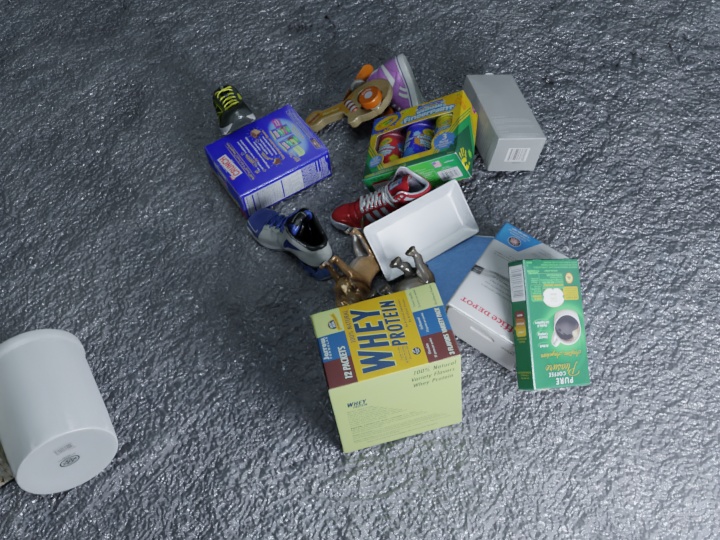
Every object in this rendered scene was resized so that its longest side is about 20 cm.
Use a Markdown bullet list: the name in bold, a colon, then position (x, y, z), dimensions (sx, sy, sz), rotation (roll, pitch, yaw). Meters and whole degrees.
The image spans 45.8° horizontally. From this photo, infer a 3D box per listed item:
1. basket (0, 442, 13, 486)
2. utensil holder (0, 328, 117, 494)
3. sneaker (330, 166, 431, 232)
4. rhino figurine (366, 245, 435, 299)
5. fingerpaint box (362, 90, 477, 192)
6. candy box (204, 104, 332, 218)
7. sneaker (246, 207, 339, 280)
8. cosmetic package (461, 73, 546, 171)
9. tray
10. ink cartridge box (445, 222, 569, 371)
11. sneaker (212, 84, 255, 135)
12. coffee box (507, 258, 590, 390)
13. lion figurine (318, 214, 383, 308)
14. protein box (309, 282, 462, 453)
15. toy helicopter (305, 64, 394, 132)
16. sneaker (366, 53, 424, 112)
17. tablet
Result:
- **basket**: position (-0.665, 0.254, 1.319), dimensions (0.160, 0.199, 0.200), rotation (-28, 54, -16)
- **utensil holder**: position (-0.489, 0.223, 1.342), dimensions (0.169, 0.171, 0.200), rotation (-28, 57, -13)
- **sneaker**: position (0.038, -0.130, 1.569), dimensions (0.198, 0.113, 0.072), rotation (-4, 52, 4)
- **rhino figurine**: position (0.057, 0.061, 1.437), dimensions (0.201, 0.087, 0.060), rotation (-53, 19, -20)
- **fingerpaint box**: position (0.113, -0.235, 1.619), dimensions (0.199, 0.073, 0.168), rotation (-13, 48, 30)
- **candy box**: position (-0.183, -0.217, 1.688), dimensions (0.199, 0.077, 0.169), rotation (-28, 55, -15)
- **sneaker**: position (-0.121, -0.077, 1.549), dimensions (0.199, 0.116, 0.081), rotation (32, 62, 27)
- **cosmetic package**: position (0.272, -0.292, 1.667), dimensions (0.106, 0.091, 0.201), rotation (-3, 47, -15)
- **tray**: position (0.108, -0.072, 1.528), dimensions (0.199, 0.108, 0.022), rotation (-28, 10, -13)
- **ink cartridge box**: position (0.247, 0.042, 1.417), dimensions (0.144, 0.084, 0.200), rotation (32, 62, 16)
- **sneaker**: position (-0.269, -0.330, 1.731), dimensions (0.074, 0.085, 0.200), rotation (-28, 20, -8)
- **coffee box**: position (0.292, 0.083, 1.326), dimensions (0.122, 0.044, 0.202), rotation (-2, 84, -32)
- **lion figurine**: position (0.000, 0.000, 1.498), dimensions (0.122, 0.072, 0.200), rotation (45, 51, -12)
- **protein box**: position (0.042, 0.151, 1.299), dimensions (0.197, 0.201, 0.136), rotation (-14, 52, -3)
- **toy helicopter**: position (-0.026, -0.341, 1.749), dimensions (0.198, 0.079, 0.133), rotation (-18, 52, 22)
- **sneaker**: position (0.072, -0.345, 1.769), dimensions (0.114, 0.073, 0.202), rotation (-25, 57, 13)
- **tablet**: position (0.171, 0.016, 1.503), dimensions (0.129, 0.014, 0.201), rotation (4, 55, 10)
